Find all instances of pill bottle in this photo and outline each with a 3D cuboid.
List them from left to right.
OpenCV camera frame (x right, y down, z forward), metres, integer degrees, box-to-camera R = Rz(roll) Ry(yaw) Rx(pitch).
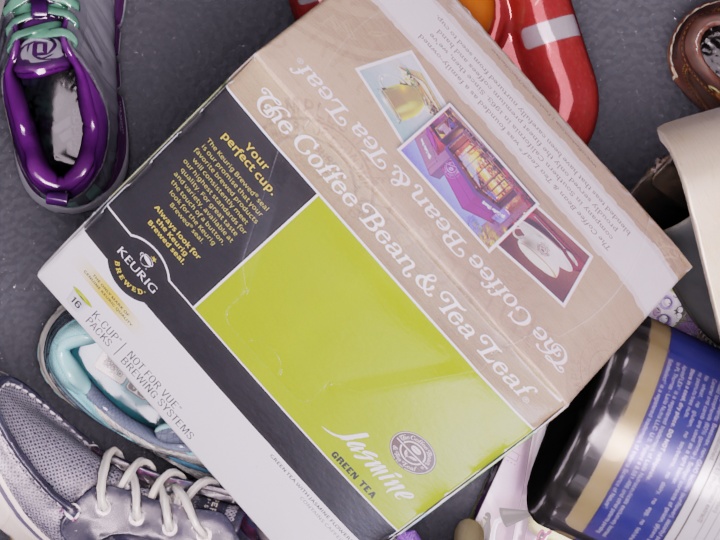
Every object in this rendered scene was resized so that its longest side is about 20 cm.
[{"bbox_3d":[0.187,0.106,1.376,0.200,0.112,0.112,25,91,-3],"label":"pill bottle"}]

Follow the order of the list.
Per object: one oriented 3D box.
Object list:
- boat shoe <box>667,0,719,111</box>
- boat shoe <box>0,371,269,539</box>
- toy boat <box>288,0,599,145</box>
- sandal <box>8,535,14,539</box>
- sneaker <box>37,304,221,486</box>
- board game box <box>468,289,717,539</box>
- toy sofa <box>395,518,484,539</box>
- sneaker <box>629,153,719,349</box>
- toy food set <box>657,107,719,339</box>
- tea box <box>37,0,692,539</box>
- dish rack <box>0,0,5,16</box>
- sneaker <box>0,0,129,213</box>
[{"bbox_3d":[0.240,-0.068,1.418,0.200,0.070,0.070,24,88,-2],"label":"boat shoe"},{"bbox_3d":[-0.106,0.109,1.384,0.093,0.075,0.200,-24,121,27],"label":"boat shoe"},{"bbox_3d":[0.035,-0.125,1.383,0.130,0.131,0.200,-18,92,0],"label":"toy boat"},{"bbox_3d":[-0.149,0.193,1.426,0.054,0.080,0.200,-8,96,21],"label":"sandal"},{"bbox_3d":[-0.066,0.076,1.410,0.200,0.086,0.078,23,91,-1],"label":"sneaker"},{"bbox_3d":[0.129,0.100,1.443,0.120,0.032,0.200,24,91,-5],"label":"board game box"},{"bbox_3d":[-0.005,0.207,1.399,0.098,0.083,0.200,42,102,-3],"label":"toy sofa"},{"bbox_3d":[0.221,-0.037,1.347,0.200,0.075,0.106,-35,126,22],"label":"sneaker"},{"bbox_3d":[0.222,0.014,1.301,0.143,0.060,0.200,-15,94,-5],"label":"toy food set"},{"bbox_3d":[0.000,0.000,1.318,0.200,0.134,0.197,49,133,-2],"label":"tea box"},{"bbox_3d":[-0.265,-0.101,1.402,0.200,0.044,0.172,16,91,19],"label":"dish rack"},{"bbox_3d":[-0.145,-0.127,1.403,0.074,0.088,0.200,-10,92,0],"label":"sneaker"}]
